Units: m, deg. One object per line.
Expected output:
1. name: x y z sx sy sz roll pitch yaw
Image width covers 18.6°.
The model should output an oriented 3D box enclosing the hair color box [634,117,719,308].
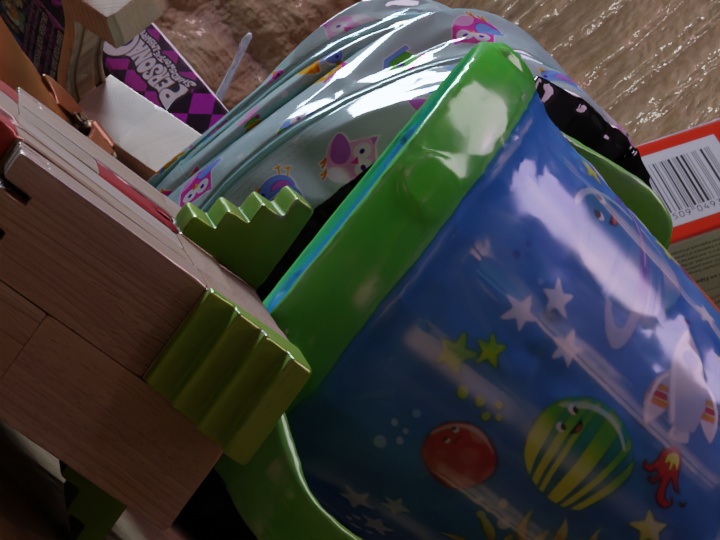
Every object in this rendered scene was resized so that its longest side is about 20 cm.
1. hair color box: 0.138 0.032 0.941 0.201 0.101 0.061 80 -10 -46

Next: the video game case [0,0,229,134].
1. video game case: -0.141 -0.087 0.991 0.182 0.036 0.200 49 -23 9

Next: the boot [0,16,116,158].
1. boot: -0.127 -0.040 0.797 0.155 0.077 0.200 49 -10 -6

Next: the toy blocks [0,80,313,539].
1. toy blocks: -0.093 -0.014 0.541 0.136 0.100 0.200 36 3 -14

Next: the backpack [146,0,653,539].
1. backpack: 0.000 0.000 0.754 0.167 0.200 0.127 47 0 -44

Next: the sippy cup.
1. sippy cup: 0.040 0.031 0.597 0.130 0.178 0.140 39 -16 -2

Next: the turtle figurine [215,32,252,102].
1. turtle figurine: -0.020 -0.034 1.023 0.200 0.148 0.101 119 -38 -58

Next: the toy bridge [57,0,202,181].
1. toy bridge: -0.088 -0.053 0.863 0.067 0.027 0.201 34 -26 33
